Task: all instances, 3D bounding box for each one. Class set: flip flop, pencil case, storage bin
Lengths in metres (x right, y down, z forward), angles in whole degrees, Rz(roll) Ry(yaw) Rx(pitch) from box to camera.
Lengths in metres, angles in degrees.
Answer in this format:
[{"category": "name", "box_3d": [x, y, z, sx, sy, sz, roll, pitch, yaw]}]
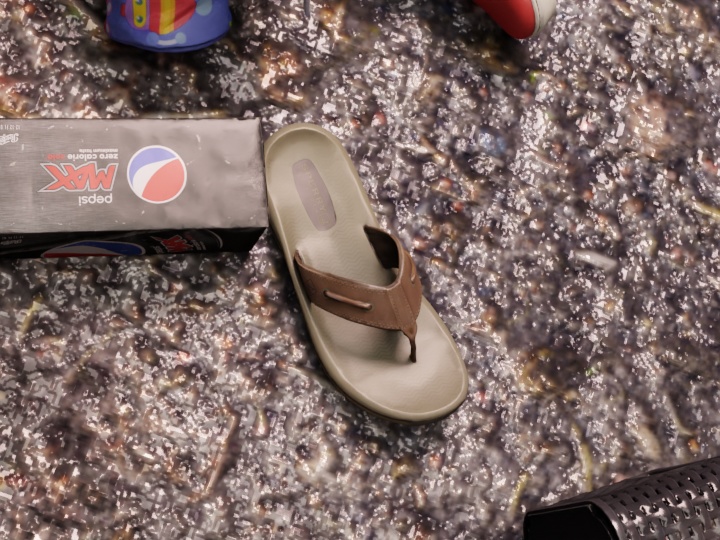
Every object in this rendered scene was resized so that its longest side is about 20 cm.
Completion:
[{"category": "flip flop", "box_3d": [0.000, 0.000, 0.831, 0.081, 0.058, 0.201, -23, 83, -18]}, {"category": "pencil case", "box_3d": [-0.114, -0.225, 0.796, 0.077, 0.087, 0.202, 3, 114, 9]}, {"category": "storage bin", "box_3d": [0.179, 0.217, 0.785, 0.093, 0.135, 0.201, -15, 81, -17]}]

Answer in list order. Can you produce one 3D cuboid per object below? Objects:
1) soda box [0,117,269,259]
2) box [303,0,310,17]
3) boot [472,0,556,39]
[{"category": "soda box", "box_3d": [-0.155, -0.046, 0.799, 0.198, 0.063, 0.071, -2, 78, -14]}, {"category": "box", "box_3d": [-0.053, -0.259, 0.793, 0.047, 0.122, 0.201, -2, 61, -2]}, {"category": "boot", "box_3d": [0.017, -0.199, 0.879, 0.144, 0.072, 0.200, -37, 80, -19]}]
